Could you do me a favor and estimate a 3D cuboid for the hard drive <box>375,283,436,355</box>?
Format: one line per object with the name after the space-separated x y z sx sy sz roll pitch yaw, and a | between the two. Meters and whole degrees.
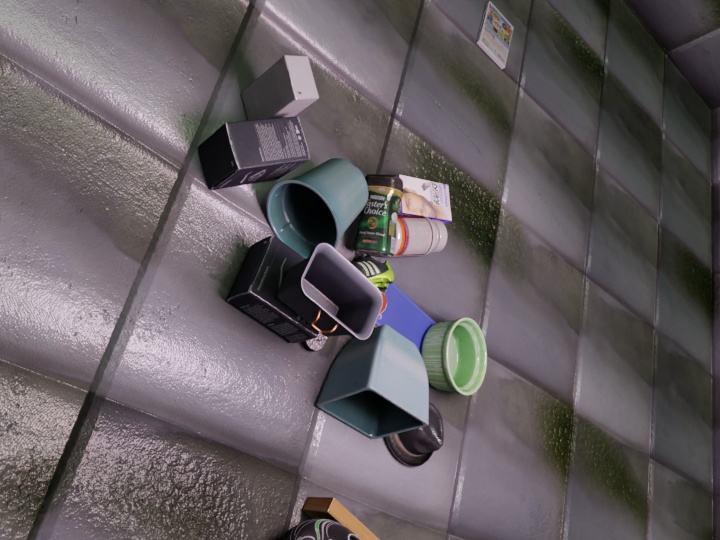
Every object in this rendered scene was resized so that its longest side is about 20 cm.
0.114 0.138 1.752 0.199 0.025 0.134 42 55 -25 | hard drive

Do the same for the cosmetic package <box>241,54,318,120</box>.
-0.189 -0.403 1.524 0.070 0.198 0.104 -14 87 -41 | cosmetic package

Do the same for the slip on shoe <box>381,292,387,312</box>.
0.019 0.077 1.605 0.199 0.060 0.076 12 79 -61 | slip on shoe

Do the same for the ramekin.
0.248 0.230 1.775 0.198 0.096 0.205 8 79 -48 | ramekin

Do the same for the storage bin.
-0.076 0.064 1.380 0.199 0.133 0.147 40 56 -24 | storage bin

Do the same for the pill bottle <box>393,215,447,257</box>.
0.135 -0.093 1.776 0.197 0.109 0.112 -3 80 -41 | pill bottle

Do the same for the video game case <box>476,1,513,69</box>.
0.475 -0.828 2.325 0.142 0.018 0.203 34 59 -29 | video game case

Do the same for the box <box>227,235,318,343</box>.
-0.172 0.045 1.471 0.199 0.103 0.150 37 57 -26 | box

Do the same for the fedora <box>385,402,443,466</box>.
0.149 0.392 1.668 0.198 0.091 0.205 12 71 -37 | fedora

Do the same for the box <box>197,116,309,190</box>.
-0.238 -0.262 1.479 0.198 0.147 0.107 -16 88 -42 | box

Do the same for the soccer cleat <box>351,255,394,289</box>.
0.000 0.000 1.675 0.197 0.067 0.082 7 54 -38 | soccer cleat

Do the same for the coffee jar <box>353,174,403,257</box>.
0.047 -0.140 1.659 0.085 0.102 0.205 20 77 -64 | coffee jar

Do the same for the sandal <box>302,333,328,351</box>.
-0.079 0.104 1.588 0.076 0.048 0.201 50 62 -20 | sandal

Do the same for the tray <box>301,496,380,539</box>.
-0.030 0.573 1.463 0.201 0.098 0.037 49 51 -19 | tray

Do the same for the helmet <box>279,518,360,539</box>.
-0.083 0.606 1.348 0.191 0.196 0.204 -11 84 -78 | helmet

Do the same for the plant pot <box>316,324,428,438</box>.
0.045 0.250 1.562 0.195 0.195 0.203 36 50 -27 | plant pot

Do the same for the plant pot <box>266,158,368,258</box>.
-0.088 -0.159 1.563 0.202 0.198 0.196 57 42 -13 | plant pot

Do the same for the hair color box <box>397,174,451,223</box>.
0.167 -0.195 1.863 0.197 0.064 0.112 4 76 -38 | hair color box
